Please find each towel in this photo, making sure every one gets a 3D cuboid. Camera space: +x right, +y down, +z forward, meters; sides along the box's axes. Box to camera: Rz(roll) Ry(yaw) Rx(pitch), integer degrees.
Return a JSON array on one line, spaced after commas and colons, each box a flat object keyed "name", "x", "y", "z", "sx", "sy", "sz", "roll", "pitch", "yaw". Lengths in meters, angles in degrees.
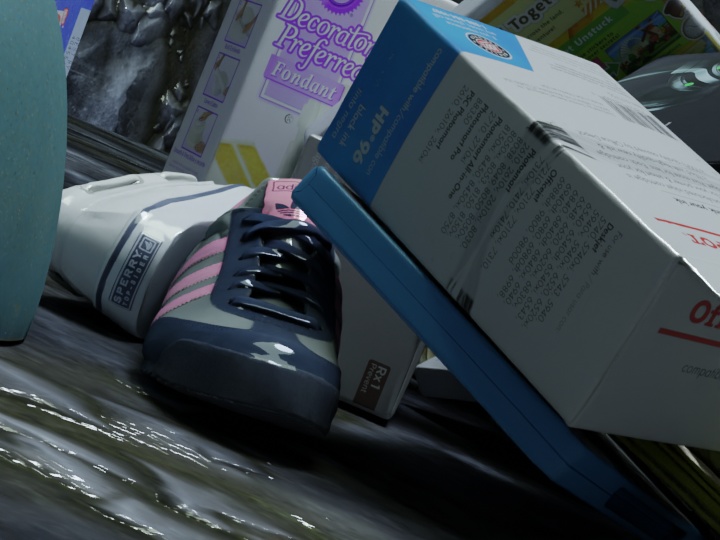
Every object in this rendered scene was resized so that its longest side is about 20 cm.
[{"name": "towel", "x": 0.120, "y": 0.074, "z": 0.723, "sx": 0.200, "sy": 0.018, "sz": 0.086, "roll": 44, "pitch": 4, "yaw": 32}]

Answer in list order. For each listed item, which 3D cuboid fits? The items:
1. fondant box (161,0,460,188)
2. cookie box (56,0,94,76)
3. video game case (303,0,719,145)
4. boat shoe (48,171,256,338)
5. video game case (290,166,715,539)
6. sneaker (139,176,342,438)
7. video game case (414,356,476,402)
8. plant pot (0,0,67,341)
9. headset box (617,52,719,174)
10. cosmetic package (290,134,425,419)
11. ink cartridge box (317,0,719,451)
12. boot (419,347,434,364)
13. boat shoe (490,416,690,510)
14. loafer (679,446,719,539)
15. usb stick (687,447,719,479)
[{"name": "fondant box", "x": -0.021, "y": -0.068, "z": 1.127, "sx": 0.143, "sy": 0.202, "sz": 0.058, "roll": 21, "pitch": 3, "yaw": -30}, {"name": "cookie box", "x": -0.236, "y": -0.138, "z": 0.996, "sx": 0.199, "sy": 0.172, "sz": 0.075, "roll": 23, "pitch": 5, "yaw": 17}, {"name": "video game case", "x": 0.102, "y": -0.072, "z": 1.088, "sx": 0.182, "sy": 0.199, "sz": 0.023, "roll": 42, "pitch": 23, "yaw": -28}, {"name": "boat shoe", "x": -0.084, "y": -0.015, "z": 0.886, "sx": 0.065, "sy": 0.074, "sz": 0.200, "roll": 27, "pitch": 2, "yaw": 10}, {"name": "video game case", "x": 0.060, "y": 0.042, "z": 0.765, "sx": 0.143, "sy": 0.018, "sz": 0.200, "roll": 47, "pitch": 5, "yaw": 28}, {"name": "sneaker", "x": -0.037, "y": 0.006, "z": 0.741, "sx": 0.070, "sy": 0.083, "sz": 0.200, "roll": 20, "pitch": 3, "yaw": -11}, {"name": "video game case", "x": 0.143, "y": 0.021, "z": 1.008, "sx": 0.199, "sy": 0.018, "sz": 0.143, "roll": -24, "pitch": 15, "yaw": -32}, {"name": "plant pot", "x": -0.176, "y": -0.078, "z": 0.671, "sx": 0.199, "sy": 0.136, "sz": 0.200, "roll": 23, "pitch": 2, "yaw": -1}, {"name": "headset box", "x": 0.172, "y": -0.036, "z": 0.950, "sx": 0.199, "sy": 0.094, "sz": 0.174, "roll": 1, "pitch": 23, "yaw": 41}, {"name": "cosmetic package", "x": 0.000, "y": 0.000, "z": 0.973, "sx": 0.090, "sy": 0.108, "sz": 0.200, "roll": 22, "pitch": 1, "yaw": 4}, {"name": "ink cartridge box", "x": 0.088, "y": -0.003, "z": 0.694, "sx": 0.115, "sy": 0.068, "sz": 0.200, "roll": 12, "pitch": 27, "yaw": -44}, {"name": "boot", "x": 0.104, "y": 0.054, "z": 1.263, "sx": 0.199, "sy": 0.067, "sz": 0.175, "roll": 20, "pitch": 3, "yaw": -30}, {"name": "boat shoe", "x": 0.138, "y": 0.081, "z": 0.970, "sx": 0.199, "sy": 0.072, "sz": 0.066, "roll": -3, "pitch": -57, "yaw": 55}, {"name": "loafer", "x": 0.155, "y": 0.070, "z": 0.823, "sx": 0.200, "sy": 0.068, "sz": 0.076, "roll": 46, "pitch": 6, "yaw": 28}, {"name": "usb stick", "x": 0.117, "y": 0.040, "z": 0.783, "sx": 0.200, "sy": 0.033, "sz": 0.055, "roll": 45, "pitch": 8, "yaw": 39}]
